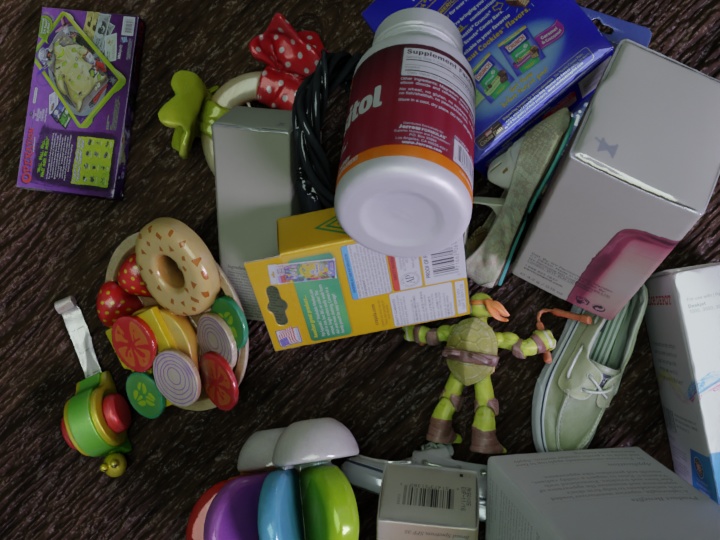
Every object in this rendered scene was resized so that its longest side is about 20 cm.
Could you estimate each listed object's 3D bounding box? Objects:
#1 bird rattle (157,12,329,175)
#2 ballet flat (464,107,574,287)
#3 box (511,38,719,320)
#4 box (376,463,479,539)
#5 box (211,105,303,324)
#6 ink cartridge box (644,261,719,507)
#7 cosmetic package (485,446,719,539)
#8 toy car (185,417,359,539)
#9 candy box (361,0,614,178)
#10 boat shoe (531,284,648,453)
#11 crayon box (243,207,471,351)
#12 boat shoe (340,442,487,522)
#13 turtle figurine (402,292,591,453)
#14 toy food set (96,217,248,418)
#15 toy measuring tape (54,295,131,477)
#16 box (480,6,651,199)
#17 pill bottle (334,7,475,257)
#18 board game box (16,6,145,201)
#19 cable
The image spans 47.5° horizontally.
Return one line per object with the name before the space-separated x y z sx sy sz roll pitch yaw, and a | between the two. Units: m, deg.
bird rattle | -0.106 -0.160 0.863 0.197 0.113 0.166 -25 98 -5
ballet flat | 0.138 -0.068 0.781 0.061 0.068 0.203 22 123 4
box | 0.218 -0.068 0.698 0.107 0.201 0.129 26 66 8
box | 0.061 0.289 0.768 0.093 0.078 0.204 2 116 7
box | -0.096 -0.053 0.809 0.080 0.069 0.204 8 117 10
ink cartridge box | 0.325 0.094 0.748 0.083 0.144 0.205 -12 86 7
cosmetic package | 0.212 0.268 0.697 0.161 0.200 0.169 -1 99 -10
toy car | -0.083 0.237 0.764 0.147 0.199 0.179 1 75 -32
candy box | 0.125 -0.225 0.803 0.168 0.077 0.202 -37 74 13
boat shoe | 0.221 0.095 0.795 0.071 0.062 0.204 17 89 -13
crayon box | 0.000 0.000 0.767 0.195 0.127 0.052 -11 45 2
boat shoe | 0.078 0.206 0.823 0.196 0.074 0.068 15 74 -1
turtle figurine | 0.120 0.093 0.804 0.196 0.064 0.165 6 88 21
toy food set | -0.191 0.056 0.831 0.198 0.048 0.201 -24 95 34
toy measuring tape | -0.294 0.124 0.871 0.072 0.074 0.204 -22 85 6
box | 0.212 -0.172 0.834 0.119 0.032 0.204 20 89 9
pill bottle | 0.042 -0.123 0.695 0.110 0.114 0.203 2 55 8
board game box | -0.310 -0.185 0.909 0.117 0.032 0.205 8 88 4
cable | -0.002 -0.119 0.783 0.050 0.203 0.163 19 48 38
